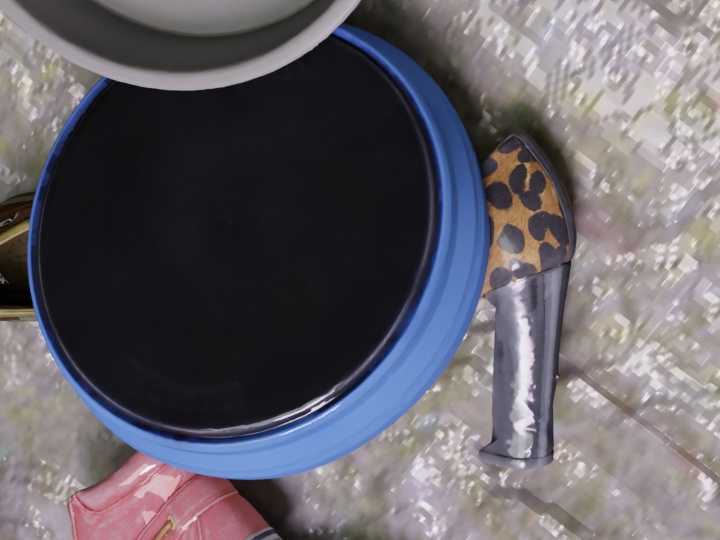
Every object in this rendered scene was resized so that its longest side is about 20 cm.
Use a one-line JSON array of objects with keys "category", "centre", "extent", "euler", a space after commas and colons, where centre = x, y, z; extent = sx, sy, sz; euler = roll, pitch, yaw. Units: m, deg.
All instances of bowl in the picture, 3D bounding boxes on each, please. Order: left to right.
[{"category": "bowl", "centre": [-0.047, -0.015, 0.759], "extent": [0.200, 0.039, 0.201], "euler": [-5, 74, 19]}]

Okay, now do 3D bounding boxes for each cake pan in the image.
[{"category": "cake pan", "centre": [-0.071, -0.169, 0.685], "extent": [0.200, 0.037, 0.201], "euler": [7, 112, 17]}]

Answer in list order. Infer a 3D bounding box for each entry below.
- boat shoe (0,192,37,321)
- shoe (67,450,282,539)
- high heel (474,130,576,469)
[{"category": "boat shoe", "centre": [-0.106, -0.008, 0.843], "extent": [0.200, 0.068, 0.072], "euler": [-14, 106, 29]}, {"category": "shoe", "centre": [-0.117, 0.158, 0.936], "extent": [0.091, 0.071, 0.200], "euler": [54, 131, 12]}, {"category": "high heel", "centre": [0.000, 0.000, 0.809], "extent": [0.200, 0.071, 0.143], "euler": [9, 106, 25]}]
